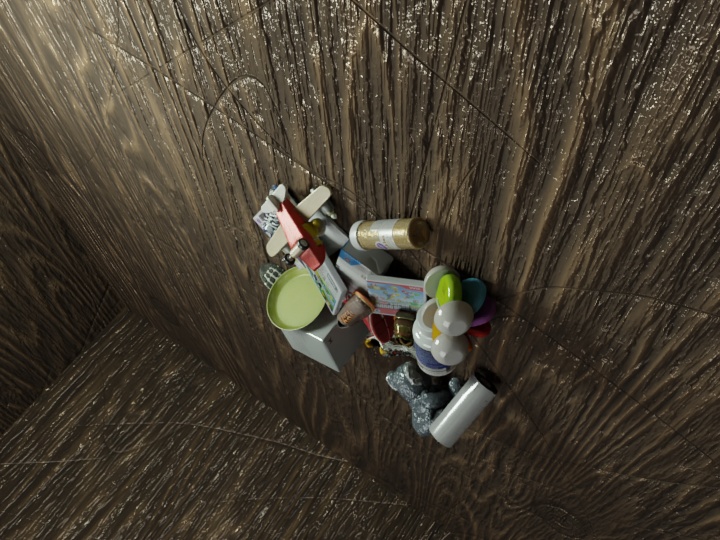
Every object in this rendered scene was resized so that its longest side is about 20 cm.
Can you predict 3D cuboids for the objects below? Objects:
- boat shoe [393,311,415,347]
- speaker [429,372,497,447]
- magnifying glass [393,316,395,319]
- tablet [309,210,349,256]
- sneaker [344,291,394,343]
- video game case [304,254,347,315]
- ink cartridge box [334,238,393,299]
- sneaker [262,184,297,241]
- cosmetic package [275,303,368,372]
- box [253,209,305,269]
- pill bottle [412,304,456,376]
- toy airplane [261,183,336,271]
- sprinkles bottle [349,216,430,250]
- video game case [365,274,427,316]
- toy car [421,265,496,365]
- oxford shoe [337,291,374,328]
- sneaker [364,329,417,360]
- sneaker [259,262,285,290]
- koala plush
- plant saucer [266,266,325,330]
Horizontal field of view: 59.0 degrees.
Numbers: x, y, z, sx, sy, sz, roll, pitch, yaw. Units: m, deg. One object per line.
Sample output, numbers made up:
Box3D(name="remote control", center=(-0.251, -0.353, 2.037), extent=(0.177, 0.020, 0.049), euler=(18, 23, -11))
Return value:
Box3D(name="boat shoe", center=(0.116, 0.164, 1.649), extent=(0.071, 0.069, 0.200), euler=(7, 163, 18))
Box3D(name="speaker", center=(0.270, 0.370, 1.679), extent=(0.081, 0.201, 0.081), euler=(34, -166, -10))
Box3D(name="magnifying glass", center=(0.105, 0.082, 1.641), extent=(0.079, 0.022, 0.201), euler=(32, 155, 15))
Box3D(name="tablet", center=(-0.106, -0.095, 1.641), extent=(0.130, 0.014, 0.200), euler=(44, 154, -9))
Box3D(name="sneaker", center=(0.017, 0.106, 1.759), extent=(0.115, 0.078, 0.201), euler=(15, 135, 56))
Box3D(name="video game case", center=(-0.101, 0.001, 1.662), extent=(0.201, 0.022, 0.183), euler=(59, 161, 14))
Box3D(name="ink cartridge box", center=(0.000, 0.000, 1.590), extent=(0.116, 0.068, 0.200), euler=(36, 155, 6))
Box3D(name="sneaker", center=(-0.209, -0.129, 1.626), extent=(0.077, 0.085, 0.201), euler=(30, 147, 25))
Box3D(name="cosmetic package", center=(-0.112, 0.160, 1.889), extent=(0.199, 0.168, 0.167), euler=(21, 150, 34))
Box3D(name="box", center=(-0.213, -0.087, 1.766), extent=(0.200, 0.042, 0.039), euler=(50, 152, -19))
Box3D(name="pill bottle", center=(0.186, 0.167, 1.567), extent=(0.110, 0.111, 0.201), euler=(25, 152, 26))
Box3D(name="toy airplane", center=(-0.145, -0.112, 1.522), extent=(0.199, 0.140, 0.201), euler=(15, 103, 41))
Box3D(name="sprinkles bottle", center=(0.060, -0.079, 1.381), extent=(0.199, 0.068, 0.068), euler=(1, 136, 52))
Box3D(name="video game case", center=(0.092, 0.067, 1.549), extent=(0.141, 0.018, 0.200), euler=(7, 154, 10))
Box3D(name="toy car", center=(0.217, 0.094, 1.373), extent=(0.148, 0.176, 0.201), euler=(-3, 127, -5))
Box3D(name="oxford shoe", center=(-0.016, 0.109, 1.619), extent=(0.071, 0.073, 0.200), euler=(41, 161, 4))
Box3D(name="sneaker", center=(0.100, 0.219, 1.802), extent=(0.199, 0.082, 0.078), euler=(20, 148, 33))
Box3D(name="sneaker", center=(-0.241, 0.058, 2.015), extent=(0.200, 0.077, 0.089), euler=(42, 163, -1))
Box3D(name="koala plush", center=(0.171, 0.344, 1.809), extent=(0.200, 0.184, 0.177), euler=(45, 154, -4))
Box3D(name="plant saucer", center=(-0.176, 0.082, 1.823), extent=(0.199, 0.201, 0.031), euler=(20, 166, 34))
